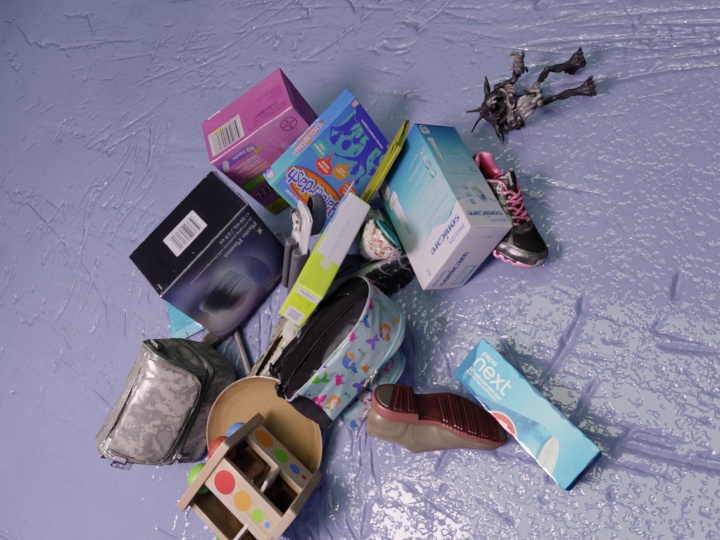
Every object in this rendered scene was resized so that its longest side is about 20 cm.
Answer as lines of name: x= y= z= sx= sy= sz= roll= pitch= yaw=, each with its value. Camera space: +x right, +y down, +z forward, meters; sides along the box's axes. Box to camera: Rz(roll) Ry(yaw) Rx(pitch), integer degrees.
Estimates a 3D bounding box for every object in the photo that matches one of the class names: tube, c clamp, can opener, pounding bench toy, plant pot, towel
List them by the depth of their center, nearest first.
pounding bench toy: x=-0.184 y=0.341 z=0.804 sx=0.155 sy=0.124 sz=0.202 roll=39 pitch=102 yaw=8
plant pot: x=-0.149 y=0.265 z=0.867 sx=0.194 sy=0.027 sz=0.207 roll=1 pitch=95 yaw=14
towel: x=0.022 y=-0.149 z=0.901 sx=0.201 sy=0.018 sz=0.087 roll=-56 pitch=13 yaw=42
can opener: x=-0.095 y=-0.033 z=0.922 sx=0.065 sy=0.203 sz=0.053 roll=-12 pitch=51 yaw=-28
c clamp: x=-0.231 y=0.157 z=0.991 sx=0.168 sy=0.027 sz=0.204 roll=-30 pitch=60 yaw=14
tube: x=-0.361 y=0.037 z=1.095 sx=0.076 sy=0.050 sz=0.204 roll=-28 pitch=65 yaw=19

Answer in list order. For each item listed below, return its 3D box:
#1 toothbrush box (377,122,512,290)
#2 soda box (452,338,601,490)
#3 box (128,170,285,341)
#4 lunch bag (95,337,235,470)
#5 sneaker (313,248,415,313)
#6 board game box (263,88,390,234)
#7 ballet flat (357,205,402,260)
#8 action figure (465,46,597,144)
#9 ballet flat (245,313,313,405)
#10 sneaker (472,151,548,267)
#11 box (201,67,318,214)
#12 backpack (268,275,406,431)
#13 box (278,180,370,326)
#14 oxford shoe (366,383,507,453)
toothbrush box: x=0.119 y=-0.096 z=0.835 sx=0.148 sy=0.083 sz=0.204 roll=-59 pitch=44 yaw=45
soda box: x=0.217 y=0.188 z=0.729 sx=0.068 sy=0.064 sz=0.200 roll=-46 pitch=57 yaw=3
box: x=-0.244 y=-0.018 z=0.950 sx=0.123 sy=0.199 sz=0.201 roll=38 pitch=81 yaw=31
lunch bag: x=-0.329 y=0.219 z=0.919 sx=0.138 sy=0.166 sz=0.204 roll=29 pitch=93 yaw=37
sneaker: x=0.000 y=0.000 z=0.907 sx=0.196 sy=0.078 sz=0.088 roll=-24 pitch=53 yaw=13
board game box: x=-0.047 y=-0.182 z=0.952 sx=0.200 sy=0.152 sz=0.045 roll=-44 pitch=44 yaw=5
ballet flat: x=0.025 y=-0.049 z=0.867 sx=0.064 sy=0.200 sz=0.076 roll=-43 pitch=101 yaw=11
action figure: x=0.259 y=-0.283 z=0.868 sx=0.195 sy=0.102 sz=0.122 roll=-17 pitch=75 yaw=18
ballet flat: x=-0.127 y=0.138 z=0.913 sx=0.203 sy=0.067 sz=0.075 roll=-57 pitch=16 yaw=-6
sneaker: x=0.212 y=-0.095 z=0.813 sx=0.077 sy=0.097 sz=0.202 roll=-16 pitch=56 yaw=-26
box: x=-0.153 y=-0.223 z=0.994 sx=0.173 sy=0.200 sz=0.099 roll=-29 pitch=61 yaw=13
backpack: x=-0.020 y=0.115 z=0.806 sx=0.203 sy=0.149 sz=0.177 roll=-56 pitch=18 yaw=0
box: x=-0.050 y=-0.025 z=0.840 sx=0.047 sy=0.122 sz=0.203 roll=30 pitch=59 yaw=-6
oxford shoe: x=0.101 y=0.213 z=0.752 sx=0.194 sy=0.071 sz=0.076 roll=17 pitch=118 yaw=-4
